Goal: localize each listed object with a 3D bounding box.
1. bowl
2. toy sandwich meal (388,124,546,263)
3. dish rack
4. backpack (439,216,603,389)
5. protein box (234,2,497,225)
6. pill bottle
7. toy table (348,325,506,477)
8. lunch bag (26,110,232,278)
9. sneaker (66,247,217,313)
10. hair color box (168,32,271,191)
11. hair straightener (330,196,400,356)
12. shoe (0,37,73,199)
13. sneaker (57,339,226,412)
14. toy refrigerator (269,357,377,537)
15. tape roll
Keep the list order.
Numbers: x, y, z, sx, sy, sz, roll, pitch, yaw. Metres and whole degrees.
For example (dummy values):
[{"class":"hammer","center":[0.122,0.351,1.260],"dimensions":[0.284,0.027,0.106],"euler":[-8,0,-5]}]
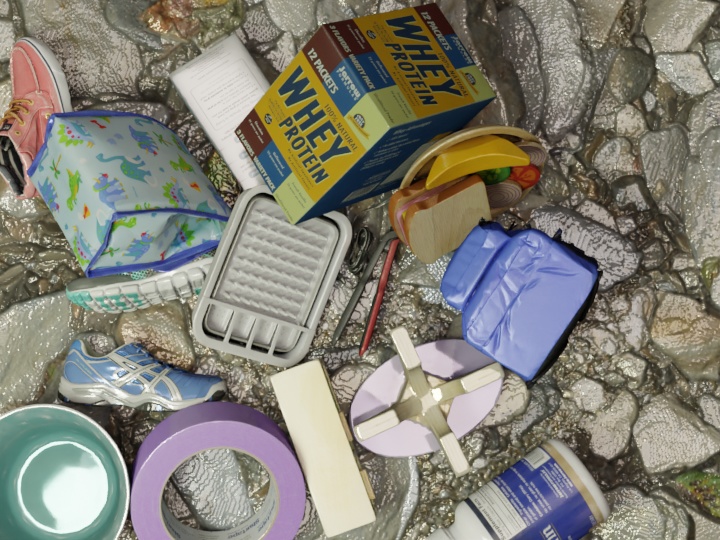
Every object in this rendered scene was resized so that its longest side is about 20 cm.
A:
[{"class":"bowl","center":[-0.356,0.256,1.362],"dimensions":[0.200,0.105,0.201],"euler":[0,83,1]},{"class":"toy sandwich meal","center":[0.131,-0.090,1.383],"dimensions":[0.205,0.205,0.070],"euler":[-17,57,-4]},{"class":"dish rack","center":[-0.110,0.005,1.391],"dimensions":[0.171,0.044,0.200],"euler":[20,94,-39]},{"class":"backpack","center":[0.187,0.018,1.368],"dimensions":[0.168,0.200,0.163],"euler":[39,99,7]},{"class":"protein box","center":[0.005,-0.178,1.330],"dimensions":[0.198,0.200,0.135],"euler":[-23,77,-45]},{"class":"pill bottle","center":[0.184,0.299,1.386],"dimensions":[0.200,0.116,0.116],"euler":[-34,88,-5]},{"class":"toy table","center":[0.081,0.151,1.393],"dimensions":[0.200,0.117,0.184],"euler":[-36,87,-4]},{"class":"lunch bag","center":[-0.256,-0.092,1.359],"dimensions":[0.200,0.127,0.170],"euler":[-12,58,-44]},{"class":"sneaker","center":[-0.258,-0.007,1.421],"dimensions":[0.200,0.078,0.091],"euler":[-12,70,-7]},{"class":"hair color box","center":[-0.138,-0.177,1.438],"dimensions":[0.099,0.061,0.200],"euler":[-33,87,-5]},{"class":"hair straightener","center":[0.000,0.000,1.439],"dimensions":[0.077,0.041,0.200],"euler":[19,84,-1]},{"class":"shoe","center":[-0.397,-0.182,1.401],"dimensions":[0.071,0.091,0.200],"euler":[-18,89,41]},{"class":"sneaker","center":[-0.259,0.126,1.397],"dimensions":[0.200,0.076,0.077],"euler":[5,89,-4]},{"class":"toy refrigerator","center":[-0.040,0.207,1.399],"dimensions":[0.070,0.076,0.200],"euler":[-20,86,0]},{"class":"tape roll","center":[-0.166,0.257,1.363],"dimensions":[0.200,0.066,0.200],"euler":[-3,105,-10]}]
